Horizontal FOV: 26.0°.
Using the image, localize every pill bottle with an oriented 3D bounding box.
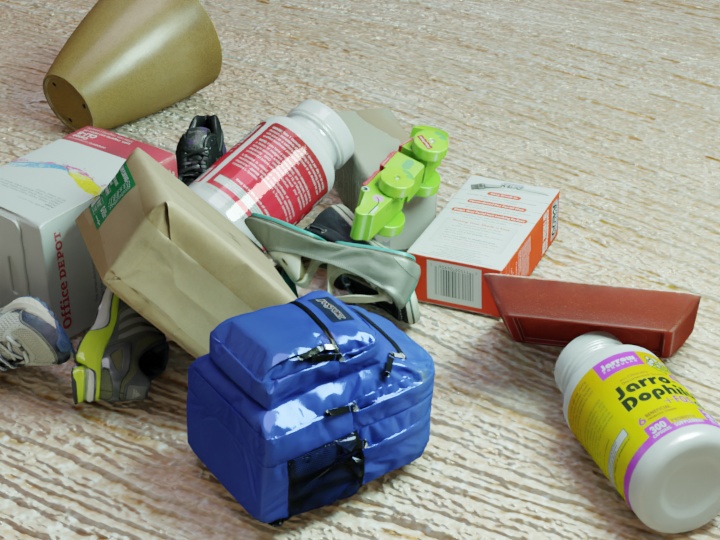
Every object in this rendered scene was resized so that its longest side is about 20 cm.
[{"bbox_3d":[0.245,0.134,1.381,0.104,0.105,0.200,-10,31,-16],"label":"pill bottle"},{"bbox_3d":[-0.102,-0.098,1.736,0.112,0.113,0.200,24,56,36],"label":"pill bottle"}]

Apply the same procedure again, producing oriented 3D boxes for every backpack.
[{"bbox_3d":[-0.031,0.109,1.374,0.199,0.169,0.162,-14,38,-30],"label":"backpack"}]

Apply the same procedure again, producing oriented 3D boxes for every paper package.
[{"bbox_3d":[-0.164,-0.004,1.492,0.104,0.190,0.200,-47,25,3],"label":"paper package"}]

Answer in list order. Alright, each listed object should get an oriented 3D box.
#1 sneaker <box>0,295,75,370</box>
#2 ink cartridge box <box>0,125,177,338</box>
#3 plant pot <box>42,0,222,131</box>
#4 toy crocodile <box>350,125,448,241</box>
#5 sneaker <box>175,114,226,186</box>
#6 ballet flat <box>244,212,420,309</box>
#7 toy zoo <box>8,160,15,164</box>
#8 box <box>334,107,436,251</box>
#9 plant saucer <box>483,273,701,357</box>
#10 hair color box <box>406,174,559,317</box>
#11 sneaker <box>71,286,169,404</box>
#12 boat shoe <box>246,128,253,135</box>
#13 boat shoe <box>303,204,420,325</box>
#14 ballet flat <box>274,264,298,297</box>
[{"bbox_3d":[-0.356,0.077,1.524,0.199,0.077,0.085,3,39,44],"label":"sneaker"},{"bbox_3d":[-0.307,-0.041,1.656,0.144,0.146,0.200,20,35,32],"label":"ink cartridge box"},{"bbox_3d":[-0.315,-0.272,2.054,0.186,0.187,0.200,21,49,34],"label":"plant pot"},{"bbox_3d":[0.041,-0.097,1.666,0.061,0.068,0.200,27,46,17],"label":"toy crocodile"},{"bbox_3d":[-0.202,-0.121,1.851,0.075,0.088,0.200,1,30,2],"label":"sneaker"},{"bbox_3d":[-0.037,-0.007,1.577,0.199,0.064,0.067,16,-8,21],"label":"ballet flat"},{"bbox_3d":[-0.439,-0.072,1.719,0.199,0.021,0.131,-32,6,-16],"label":"toy zoo"},{"bbox_3d":[0.024,-0.107,1.820,0.077,0.096,0.200,-7,32,-13],"label":"box"},{"bbox_3d":[0.223,0.048,1.507,0.198,0.037,0.200,5,-11,11],"label":"plant saucer"},{"bbox_3d":[0.137,-0.030,1.712,0.110,0.064,0.200,11,33,22],"label":"hair color box"},{"bbox_3d":[-0.226,0.070,1.554,0.080,0.074,0.201,12,36,1],"label":"sneaker"},{"bbox_3d":[-0.125,-0.119,1.882,0.071,0.070,0.201,-13,27,19],"label":"boat shoe"},{"bbox_3d":[0.000,0.000,1.652,0.062,0.075,0.200,-26,44,-17],"label":"boat shoe"},{"bbox_3d":[-0.089,0.056,1.567,0.071,0.073,0.201,-5,29,-8],"label":"ballet flat"}]
